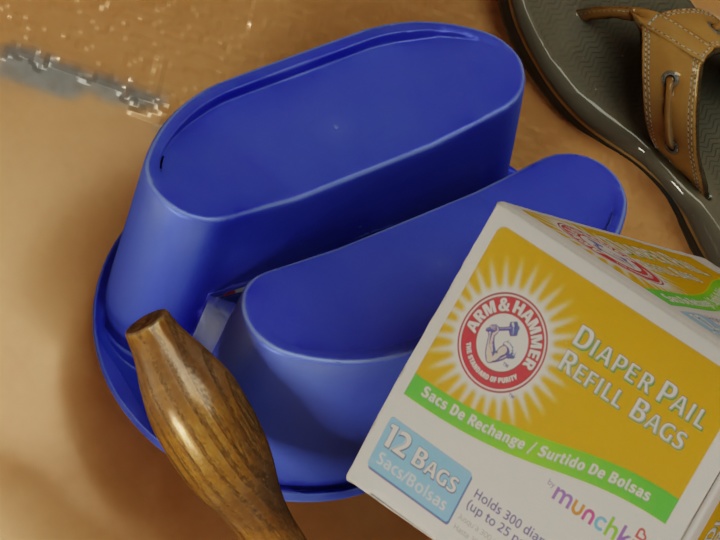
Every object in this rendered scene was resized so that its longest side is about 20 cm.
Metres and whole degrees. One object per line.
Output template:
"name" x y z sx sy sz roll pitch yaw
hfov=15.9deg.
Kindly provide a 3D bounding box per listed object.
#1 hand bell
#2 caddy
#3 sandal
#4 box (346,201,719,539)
"hand bell" -0.021 0.100 0.858 0.104 0.104 0.201 -37 108 -29
"caddy" 0.000 0.000 0.931 0.199 0.105 0.142 -22 60 -28
"sandal" 0.136 -0.062 1.037 0.082 0.055 0.201 -36 91 -29
"box" 0.100 0.056 0.855 0.112 0.200 0.102 33 100 25
